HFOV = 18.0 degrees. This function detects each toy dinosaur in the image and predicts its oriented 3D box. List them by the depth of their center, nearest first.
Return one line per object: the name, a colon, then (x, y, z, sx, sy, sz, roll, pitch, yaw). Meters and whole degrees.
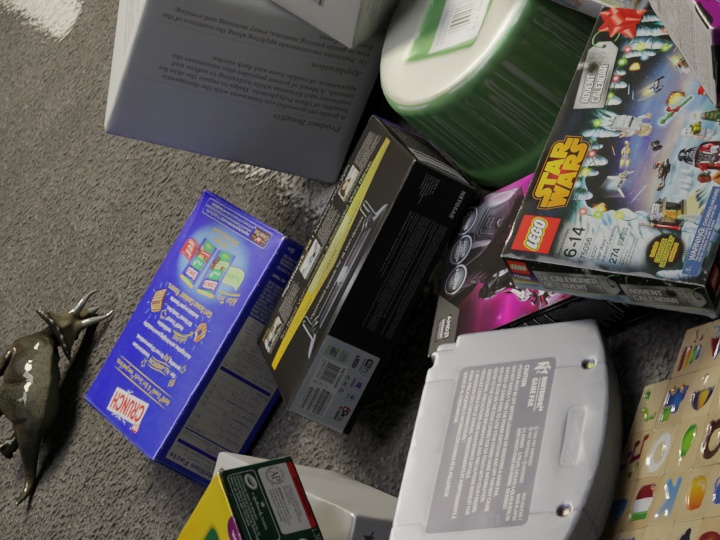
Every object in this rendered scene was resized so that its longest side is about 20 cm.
toy dinosaur: (-0.298, 0.108, 2.042, 0.102, 0.077, 0.201, -35, 34, 47)

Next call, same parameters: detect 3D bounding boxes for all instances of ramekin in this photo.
ramekin: (0.104, -0.170, 1.652, 0.200, 0.097, 0.201, -38, 35, 33)

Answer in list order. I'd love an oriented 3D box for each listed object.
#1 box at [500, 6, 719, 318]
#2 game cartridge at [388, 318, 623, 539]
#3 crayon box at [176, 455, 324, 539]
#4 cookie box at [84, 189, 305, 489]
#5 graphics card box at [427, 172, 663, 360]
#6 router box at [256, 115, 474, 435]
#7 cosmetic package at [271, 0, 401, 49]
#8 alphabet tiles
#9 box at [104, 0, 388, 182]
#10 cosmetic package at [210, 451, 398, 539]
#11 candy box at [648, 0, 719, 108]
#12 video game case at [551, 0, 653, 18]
box: (0.185, -0.072, 1.419, 0.136, 0.040, 0.201, 8, 60, 29)
game cartridge: (0.094, 0.116, 1.405, 0.132, 0.041, 0.201, -11, 41, 26)
crayon box: (-0.056, 0.246, 1.420, 0.201, 0.058, 0.173, 67, 151, 24)
cookie box: (-0.118, 0.055, 1.812, 0.201, 0.075, 0.171, -59, 29, 0)
graphics card box: (0.134, -0.011, 1.511, 0.200, 0.051, 0.126, -26, 43, 46)
router box: (0.000, 0.000, 1.652, 0.201, 0.052, 0.157, -63, 17, 10)
cosmetic package: (0.019, -0.260, 1.748, 0.200, 0.107, 0.085, -39, -28, -42)
alphabet tiles: (0.185, 0.117, 1.315, 0.166, 0.006, 0.201, -27, 40, 66)
box: (-0.090, -0.211, 1.846, 0.201, 0.198, 0.172, -91, 18, -45)
cosmetic package: (-0.018, 0.179, 1.507, 0.200, 0.101, 0.075, 18, 95, 61)
candy box: (0.251, -0.185, 1.410, 0.135, 0.061, 0.200, -12, 37, -4)
video game case: (0.160, -0.271, 1.584, 0.181, 0.023, 0.200, 24, 65, 21)
